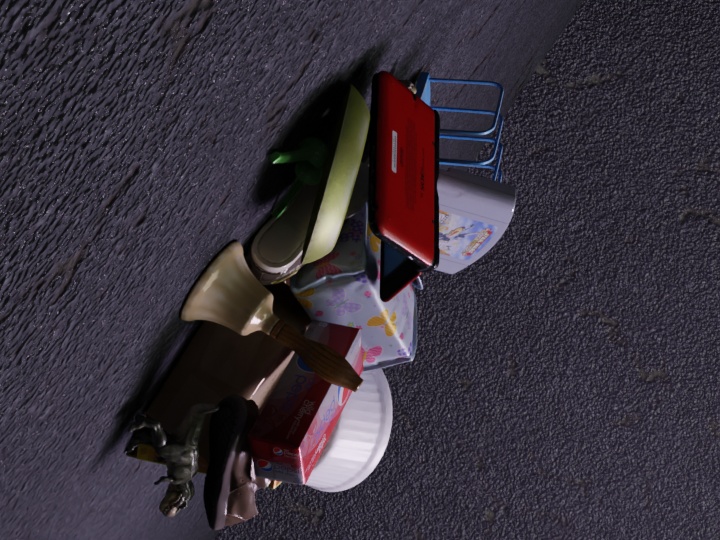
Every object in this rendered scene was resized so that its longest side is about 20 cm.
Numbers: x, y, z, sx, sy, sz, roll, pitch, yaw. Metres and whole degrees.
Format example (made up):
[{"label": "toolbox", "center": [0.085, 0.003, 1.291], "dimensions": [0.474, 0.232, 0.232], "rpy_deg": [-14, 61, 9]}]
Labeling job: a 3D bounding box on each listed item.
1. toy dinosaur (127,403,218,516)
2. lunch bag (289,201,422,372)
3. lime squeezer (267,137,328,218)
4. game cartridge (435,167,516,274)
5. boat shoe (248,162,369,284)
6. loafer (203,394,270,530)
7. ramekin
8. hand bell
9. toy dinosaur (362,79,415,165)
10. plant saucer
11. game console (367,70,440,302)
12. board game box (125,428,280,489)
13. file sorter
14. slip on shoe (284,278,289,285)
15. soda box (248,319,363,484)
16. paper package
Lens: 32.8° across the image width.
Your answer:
[{"label": "toy dinosaur", "center": [-0.217, 0.196, 1.379], "dimensions": [0.048, 0.088, 0.200], "rpy_deg": [-69, 179, -48]}, {"label": "lunch bag", "center": [0.000, 0.000, 1.539], "dimensions": [0.127, 0.170, 0.200], "rpy_deg": [-17, -143, 16]}, {"label": "lime squeezer", "center": [-0.063, -0.103, 1.304], "dimensions": [0.071, 0.038, 0.200], "rpy_deg": [-54, 175, -13]}, {"label": "game cartridge", "center": [0.119, -0.061, 1.632], "dimensions": [0.200, 0.133, 0.042], "rpy_deg": [129, -25, -53]}, {"label": "boat shoe", "center": [-0.058, -0.057, 1.446], "dimensions": [0.200, 0.072, 0.060], "rpy_deg": [-46, 171, -31]}, {"label": "loafer", "center": [-0.138, 0.219, 1.421], "dimensions": [0.071, 0.073, 0.200], "rpy_deg": [-3, 133, -21]}, {"label": "ramekin", "center": [-0.064, 0.190, 1.625], "dimensions": [0.098, 0.200, 0.201], "rpy_deg": [17, 113, -49]}, {"label": "hand bell", "center": [-0.083, 0.068, 1.315], "dimensions": [0.104, 0.200, 0.104], "rpy_deg": [-54, 175, -7]}, {"label": "toy dinosaur", "center": [0.043, -0.156, 1.570], "dimensions": [0.200, 0.088, 0.047], "rpy_deg": [-60, -177, 33]}, {"label": "plant saucer", "center": [-0.024, -0.099, 1.313], "dimensions": [0.200, 0.031, 0.201], "rpy_deg": [-164, -90, -86]}, {"label": "game console", "center": [0.025, -0.091, 1.373], "dimensions": [0.118, 0.172, 0.201], "rpy_deg": [-16, -120, 32]}, {"label": "board game box", "center": [-0.186, 0.232, 1.535], "dimensions": [0.096, 0.199, 0.030], "rpy_deg": [-22, 119, -74]}, {"label": "file sorter", "center": [0.132, -0.150, 1.698], "dimensions": [0.139, 0.122, 0.200], "rpy_deg": [-70, 162, -48]}, {"label": "slip on shoe", "center": [-0.093, 0.028, 1.662], "dimensions": [0.061, 0.076, 0.200], "rpy_deg": [-111, -160, -46]}, {"label": "soda box", "center": [-0.059, 0.148, 1.401], "dimensions": [0.200, 0.063, 0.070], "rpy_deg": [-62, 156, -46]}, {"label": "paper package", "center": [-0.150, 0.114, 1.519], "dimensions": [0.200, 0.103, 0.191], "rpy_deg": [-57, 174, 13]}]
